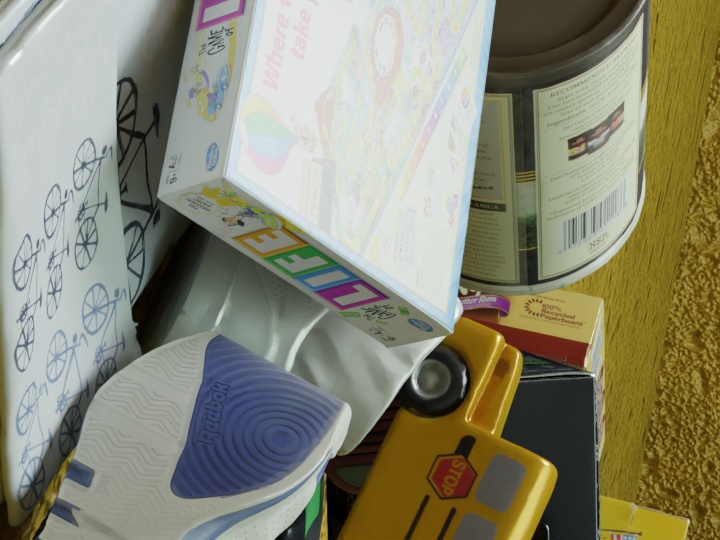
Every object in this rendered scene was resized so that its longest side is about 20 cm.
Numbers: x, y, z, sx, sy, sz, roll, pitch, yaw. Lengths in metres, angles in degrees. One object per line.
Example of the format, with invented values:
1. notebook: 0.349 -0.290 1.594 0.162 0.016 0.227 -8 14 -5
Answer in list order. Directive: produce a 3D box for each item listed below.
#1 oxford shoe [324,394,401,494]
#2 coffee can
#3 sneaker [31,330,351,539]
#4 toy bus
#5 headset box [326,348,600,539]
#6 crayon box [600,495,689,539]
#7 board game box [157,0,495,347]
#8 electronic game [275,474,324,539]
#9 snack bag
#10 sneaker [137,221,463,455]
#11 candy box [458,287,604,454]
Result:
1. oxford shoe: 0.000 0.000 1.080 0.075 0.070 0.201 -61 147 -85
2. coffee can: 0.076 -0.100 1.218 0.200 0.146 0.147 82 24 -58
3. sneaker: -0.089 0.119 0.845 0.200 0.080 0.115 -51 168 -40
4. toy bus: 0.023 0.124 0.990 0.065 0.078 0.201 85 30 -73
5. headset box: 0.049 0.128 1.177 0.200 0.092 0.175 -167 -105 -75
6. crayon box: 0.083 0.187 1.389 0.051 0.199 0.128 72 33 -65
7. board game box: -0.005 -0.089 0.911 0.134 0.034 0.201 35 54 -41
8. electronic game: -0.052 0.150 0.992 0.200 0.041 0.201 11 90 -77
9. snack bag: -0.090 -0.040 0.836 0.200 0.021 0.189 -61 159 -52
10. sneaker: -0.004 -0.022 0.977 0.074 0.115 0.201 -31 -147 63
11. candy box: 0.099 0.077 1.543 0.200 0.116 0.057 78 27 -60
